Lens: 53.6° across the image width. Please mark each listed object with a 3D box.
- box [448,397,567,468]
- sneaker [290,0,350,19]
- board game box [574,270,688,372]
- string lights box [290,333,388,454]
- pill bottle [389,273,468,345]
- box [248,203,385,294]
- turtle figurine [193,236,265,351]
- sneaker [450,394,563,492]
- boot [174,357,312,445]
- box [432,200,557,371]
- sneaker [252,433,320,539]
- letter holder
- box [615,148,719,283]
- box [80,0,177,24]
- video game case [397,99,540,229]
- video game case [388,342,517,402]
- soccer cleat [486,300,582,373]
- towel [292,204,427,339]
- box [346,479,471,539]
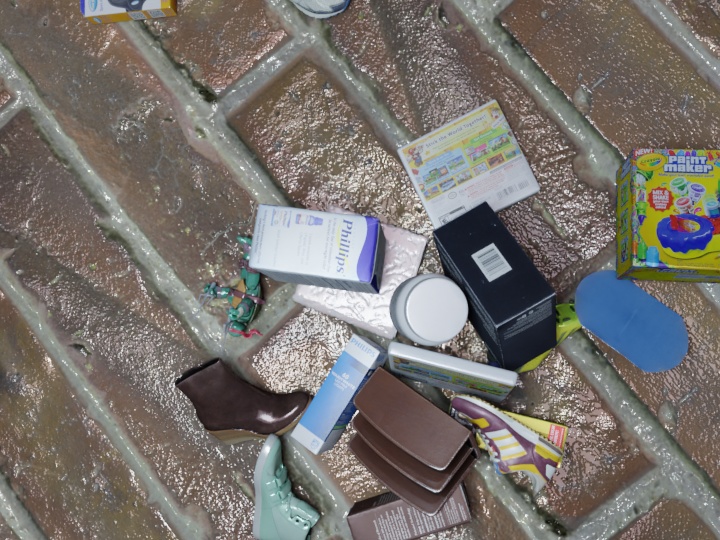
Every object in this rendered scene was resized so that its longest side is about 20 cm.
[{"bbox_3d":[0.244,0.274,1.213,0.197,0.050,0.076,14,86,8],"label":"box"},{"bbox_3d":[-0.115,-0.528,1.313,0.198,0.085,0.078,20,88,8],"label":"sneaker"},{"bbox_3d":[0.440,0.092,1.183,0.199,0.039,0.158,38,52,16],"label":"board game box"},{"bbox_3d":[-0.030,0.212,1.228,0.059,0.103,0.201,31,89,16],"label":"string lights box"},{"bbox_3d":[0.109,0.062,1.151,0.112,0.200,0.115,0,88,-3],"label":"pill bottle"},{"bbox_3d":[-0.063,-0.032,1.182,0.197,0.184,0.106,8,84,6],"label":"box"},{"bbox_3d":[-0.219,0.043,1.275,0.149,0.100,0.203,12,84,49],"label":"turtle figurine"},{"bbox_3d":[0.223,0.277,1.153,0.198,0.075,0.091,29,84,10],"label":"sneaker"},{"bbox_3d":[-0.200,0.217,1.232,0.198,0.073,0.167,-23,119,12],"label":"boot"},{"bbox_3d":[0.215,0.029,1.136,0.103,0.183,0.201,-28,57,-2],"label":"box"},{"bbox_3d":[-0.120,0.379,1.227,0.117,0.074,0.203,8,108,12],"label":"sneaker"},{"bbox_3d":[0.071,0.278,1.157,0.199,0.101,0.142,32,72,34],"label":"letter holder"},{"bbox_3d":[0.530,-0.086,1.163,0.197,0.122,0.195,2,80,8],"label":"box"},{"bbox_3d":[-0.457,-0.549,1.384,0.197,0.041,0.121,-4,85,5],"label":"box"},{"bbox_3d":[0.191,-0.179,1.274,0.198,0.023,0.184,-26,82,6],"label":"video game case"},{"bbox_3d":[0.145,0.168,1.163,0.197,0.182,0.023,14,73,9],"label":"video game case"},{"bbox_3d":[0.308,0.121,1.222,0.198,0.065,0.084,-28,120,-4],"label":"soccer cleat"},{"bbox_3d":[0.000,0.000,1.279,0.198,0.032,0.193,20,87,8],"label":"towel"},{"bbox_3d":[0.083,0.406,1.199,0.198,0.100,0.076,-18,83,6],"label":"box"}]
